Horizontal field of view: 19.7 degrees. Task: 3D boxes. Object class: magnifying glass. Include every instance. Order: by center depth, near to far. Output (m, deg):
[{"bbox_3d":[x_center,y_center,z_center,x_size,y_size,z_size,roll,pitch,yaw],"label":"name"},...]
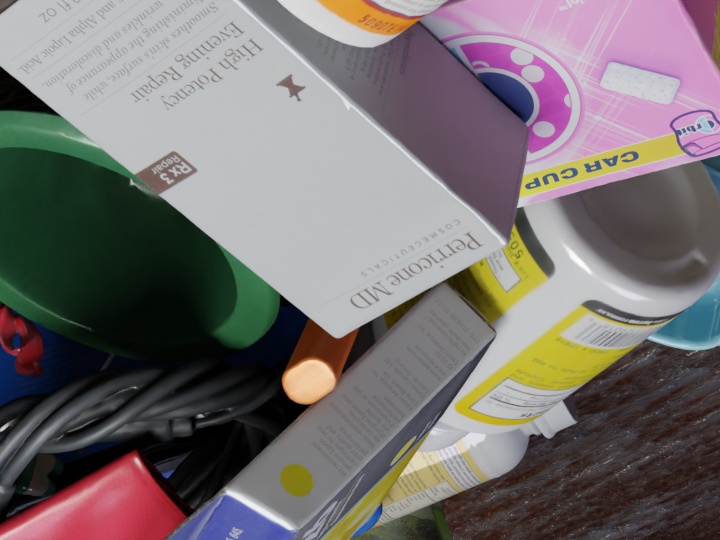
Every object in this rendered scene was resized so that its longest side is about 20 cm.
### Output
[{"bbox_3d":[0.000,0.000,0.936,0.079,0.022,0.200,-34,-166,26],"label":"magnifying glass"}]

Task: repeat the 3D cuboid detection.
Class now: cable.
[{"bbox_3d":[-0.117,0.091,0.945,0.199,0.051,0.163,-35,144,14],"label":"cable"}]

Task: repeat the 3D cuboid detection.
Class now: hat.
[{"bbox_3d":[-0.088,-0.071,0.939,0.164,0.177,0.201,11,148,13],"label":"hat"}]

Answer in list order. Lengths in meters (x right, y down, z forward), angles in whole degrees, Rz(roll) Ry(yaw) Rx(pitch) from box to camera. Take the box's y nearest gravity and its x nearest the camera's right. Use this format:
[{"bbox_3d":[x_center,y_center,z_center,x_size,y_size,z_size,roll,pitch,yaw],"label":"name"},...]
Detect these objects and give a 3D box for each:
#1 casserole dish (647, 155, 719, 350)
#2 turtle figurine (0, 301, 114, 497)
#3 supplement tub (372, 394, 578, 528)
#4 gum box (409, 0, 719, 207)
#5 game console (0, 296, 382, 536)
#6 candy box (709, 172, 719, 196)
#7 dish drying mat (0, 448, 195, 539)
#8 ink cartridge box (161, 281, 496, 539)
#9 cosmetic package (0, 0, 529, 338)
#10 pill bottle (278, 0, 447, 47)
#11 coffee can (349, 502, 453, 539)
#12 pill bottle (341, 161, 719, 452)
[{"bbox_3d":[0.117,-0.036,1.030,0.039,0.199,0.122,-54,161,-43],"label":"casserole dish"},{"bbox_3d":[-0.221,0.059,0.972,0.200,0.150,0.101,-41,157,-16],"label":"turtle figurine"},{"bbox_3d":[0.009,0.068,1.180,0.199,0.146,0.145,-23,158,9],"label":"supplement tub"},{"bbox_3d":[0.053,-0.087,0.854,0.199,0.066,0.114,-15,133,28],"label":"gum box"},{"bbox_3d":[-0.108,0.079,1.090,0.199,0.172,0.118,-19,166,-2],"label":"game console"},{"bbox_3d":[0.161,-0.068,1.022,0.200,0.102,0.026,-34,-167,45],"label":"candy box"},{"bbox_3d":[-0.170,0.144,0.921,0.199,0.018,0.077,-28,145,4],"label":"dish drying mat"},{"bbox_3d":[-0.040,0.119,0.933,0.200,0.047,0.198,-44,171,-35],"label":"ink cartridge box"},{"bbox_3d":[-0.037,-0.070,0.789,0.101,0.074,0.200,-30,122,36],"label":"cosmetic package"},{"bbox_3d":[0.048,-0.173,0.698,0.199,0.115,0.114,-32,155,28],"label":"pill bottle"},{"bbox_3d":[-0.017,0.168,1.317,0.145,0.201,0.147,-17,158,-7],"label":"coffee can"},{"bbox_3d":[0.073,0.011,0.989,0.111,0.112,0.200,-3,154,-36],"label":"pill bottle"}]
